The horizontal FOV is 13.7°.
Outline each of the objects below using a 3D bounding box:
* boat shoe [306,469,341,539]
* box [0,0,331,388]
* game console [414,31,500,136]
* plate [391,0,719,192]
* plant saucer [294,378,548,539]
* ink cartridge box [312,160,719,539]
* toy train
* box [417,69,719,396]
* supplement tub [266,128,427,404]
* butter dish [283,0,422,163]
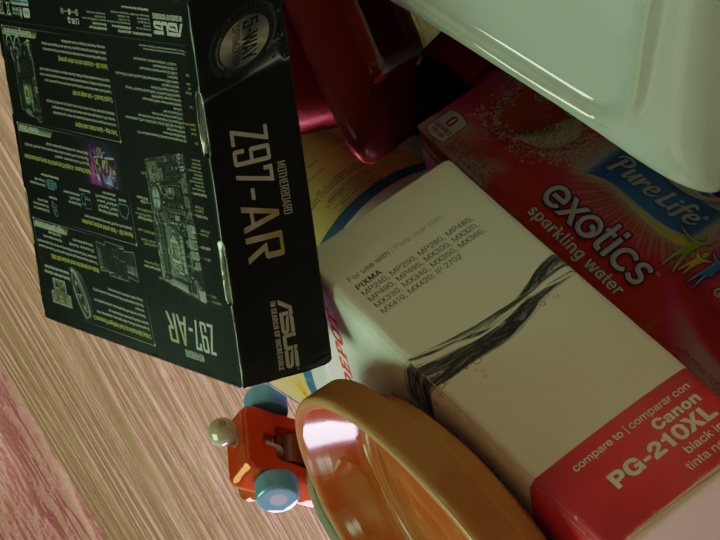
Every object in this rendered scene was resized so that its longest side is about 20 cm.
[{"bbox_3d":[0.041,0.153,1.447,0.073,0.063,0.200,-56,47,35],"label":"boat shoe"},{"bbox_3d":[-0.088,-0.046,1.256,0.200,0.043,0.161,14,115,60],"label":"box"},{"bbox_3d":[0.083,-0.029,1.498,0.177,0.031,0.200,49,166,6],"label":"game console"},{"bbox_3d":[0.064,-0.143,1.125,0.199,0.032,0.200,36,143,29],"label":"plate"},{"bbox_3d":[0.046,0.126,1.197,0.200,0.032,0.200,50,164,20],"label":"plant saucer"},{"bbox_3d":[0.074,0.071,1.218,0.200,0.084,0.145,43,160,35],"label":"ink cartridge box"},{"bbox_3d":[-0.011,0.158,1.503,0.056,0.150,0.200,-50,38,37],"label":"toy train"},{"bbox_3d":[0.124,-0.003,1.259,0.200,0.100,0.096,46,162,33],"label":"box"},{"bbox_3d":[0.000,0.000,1.468,0.200,0.145,0.145,28,150,57],"label":"supplement tub"},{"bbox_3d":[-0.069,-0.128,1.370,0.199,0.147,0.200,-42,-71,-77],"label":"butter dish"}]
